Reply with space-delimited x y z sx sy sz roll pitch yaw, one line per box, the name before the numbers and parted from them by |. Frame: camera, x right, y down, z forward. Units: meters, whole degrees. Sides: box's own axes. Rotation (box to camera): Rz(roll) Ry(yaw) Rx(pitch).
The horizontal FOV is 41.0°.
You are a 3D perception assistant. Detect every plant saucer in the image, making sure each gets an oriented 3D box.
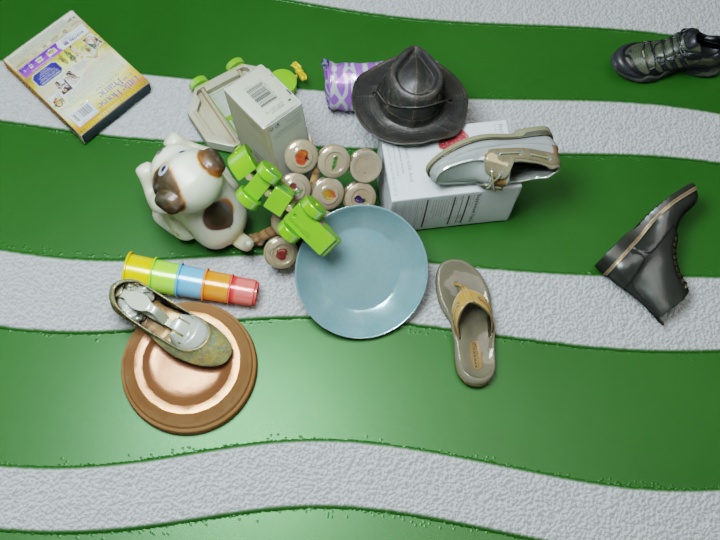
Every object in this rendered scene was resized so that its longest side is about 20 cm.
plant saucer | -0.251 0.137 1.405 0.199 0.037 0.201 1 69 -3
plant saucer | 0.000 0.000 1.442 0.200 0.039 0.202 -1 99 -8

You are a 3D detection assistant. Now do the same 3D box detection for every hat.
hat | 0.077 -0.283 1.451 0.200 0.081 0.201 1 51 -1

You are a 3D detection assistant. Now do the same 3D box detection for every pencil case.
pencil case | 0.035 -0.303 1.569 0.199 0.084 0.086 1 32 -3

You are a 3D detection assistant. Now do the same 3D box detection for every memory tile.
memory tile | -0.055 -0.091 1.434 0.153 0.017 0.201 7 107 -20

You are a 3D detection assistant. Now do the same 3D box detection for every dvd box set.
dvd box set | -0.461 -0.319 1.574 0.200 0.029 0.146 42 72 13

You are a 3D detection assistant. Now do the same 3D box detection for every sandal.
sandal | 0.164 0.072 1.440 0.080 0.054 0.201 -6 69 -5

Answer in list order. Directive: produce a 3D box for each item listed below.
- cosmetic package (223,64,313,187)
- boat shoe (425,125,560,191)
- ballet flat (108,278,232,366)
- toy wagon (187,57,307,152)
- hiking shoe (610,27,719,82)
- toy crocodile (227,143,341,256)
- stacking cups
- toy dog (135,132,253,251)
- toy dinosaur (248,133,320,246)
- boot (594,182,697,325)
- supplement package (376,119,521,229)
cosmetic package | -0.131 -0.199 1.446 0.073 0.200 0.104 -36 63 -16
boat shoe | 0.196 -0.153 1.390 0.199 0.075 0.069 -16 66 -10
ballet flat | -0.275 0.073 1.375 0.200 0.071 0.071 30 70 9
toy wagon | -0.177 -0.273 1.567 0.200 0.040 0.155 -30 73 -14
hiking shoe | 0.520 -0.370 1.603 0.199 0.101 0.076 -5 68 -5
toy crocodile | -0.110 -0.099 1.376 0.200 0.062 0.068 40 110 -6
stacking cups | -0.253 0.022 1.443 0.199 0.061 0.061 13 69 -1
toy dog | -0.245 -0.109 1.406 0.139 0.200 0.194 -34 73 -6
toy dinosaur | -0.089 -0.093 1.451 0.200 0.106 0.060 -50 38 18
boot | 0.480 -0.026 1.491 0.200 0.077 0.138 -43 80 -3
supplement package | 0.131 -0.145 1.487 0.199 0.120 0.122 -7 68 -6
